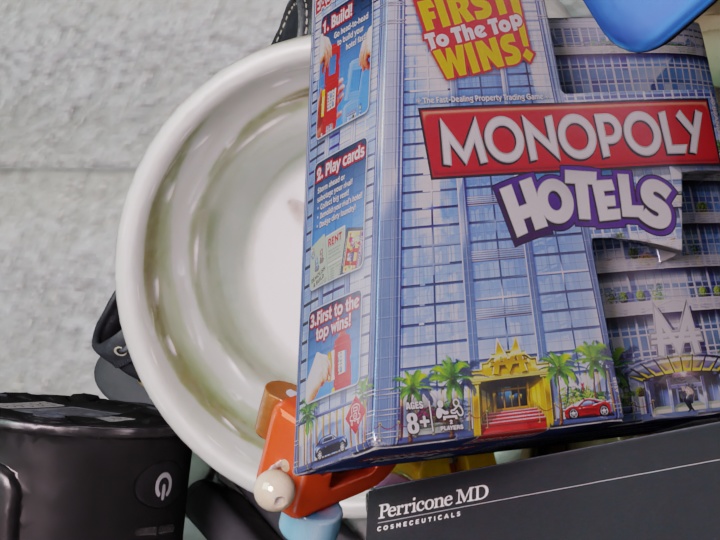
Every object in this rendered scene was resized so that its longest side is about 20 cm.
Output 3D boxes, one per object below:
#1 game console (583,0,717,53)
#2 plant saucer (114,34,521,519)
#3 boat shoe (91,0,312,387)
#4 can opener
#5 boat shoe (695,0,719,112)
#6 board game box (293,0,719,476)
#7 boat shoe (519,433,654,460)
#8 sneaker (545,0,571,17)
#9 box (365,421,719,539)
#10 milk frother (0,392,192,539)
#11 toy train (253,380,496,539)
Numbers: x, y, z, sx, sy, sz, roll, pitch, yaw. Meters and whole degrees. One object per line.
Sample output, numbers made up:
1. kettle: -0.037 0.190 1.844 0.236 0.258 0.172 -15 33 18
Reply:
1. game console: 0.134 -0.198 0.979 0.200 0.118 0.171 -40 10 28
2. plant saucer: 0.000 0.000 1.213 0.201 0.200 0.050 -54 0 12
3. boat shoe: -0.058 -0.035 1.275 0.201 0.062 0.075 -64 18 14
4. can opener: -0.067 0.092 1.310 0.054 0.067 0.200 -58 33 7
5. boat shoe: 0.172 -0.082 1.118 0.199 0.062 0.072 6 70 53
6. board game box: 0.057 -0.038 1.054 0.062 0.199 0.201 -23 75 57
7. boat shoe: 0.086 0.065 1.127 0.073 0.063 0.201 -7 62 50
8. sneaker: 0.017 -0.053 1.300 0.130 0.079 0.200 -117 48 -65
9. box: 0.101 0.133 0.994 0.199 0.079 0.142 -12 57 25
10. milk frother: -0.182 0.146 1.271 0.199 0.180 0.189 8 94 51
11. toy train: -0.011 0.104 1.124 0.055 0.150 0.201 30 126 31
